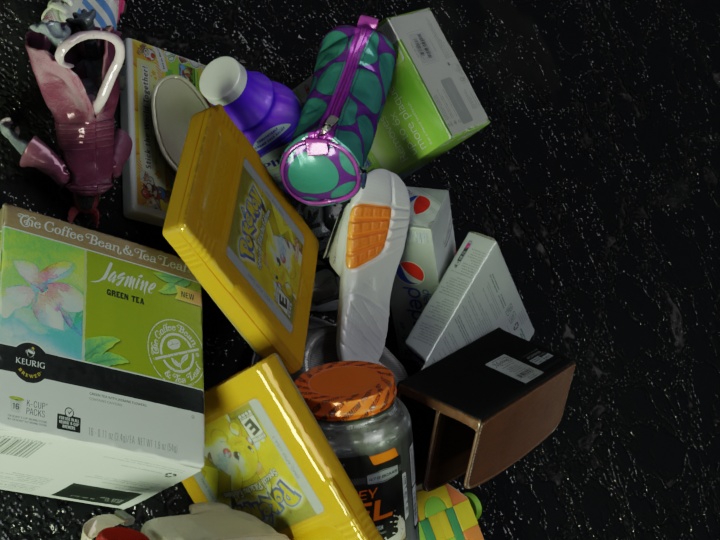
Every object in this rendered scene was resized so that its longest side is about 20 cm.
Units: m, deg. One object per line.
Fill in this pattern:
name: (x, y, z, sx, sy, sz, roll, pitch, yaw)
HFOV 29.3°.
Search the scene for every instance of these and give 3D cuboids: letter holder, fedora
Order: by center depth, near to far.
fedora: (-0.018, 0.118, 1.406, 0.199, 0.090, 0.179, 24, 53, -35)
letter holder: (0.122, 0.166, 1.423, 0.199, 0.100, 0.144, -22, 127, -51)

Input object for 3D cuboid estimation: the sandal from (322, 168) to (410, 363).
sandal: (-0.006, -0.002, 1.380, 0.079, 0.059, 0.209, 19, 77, -41)

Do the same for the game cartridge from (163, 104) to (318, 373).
game cartridge: (-0.104, -0.031, 1.271, 0.201, 0.032, 0.177, 56, 27, -38)

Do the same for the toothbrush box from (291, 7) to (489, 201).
toothbrush box: (0.021, -0.174, 1.523, 0.086, 0.199, 0.147, -25, 87, -48)

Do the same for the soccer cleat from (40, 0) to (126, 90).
soccer cleat: (-0.279, -0.260, 1.370, 0.086, 0.070, 0.202, 14, 59, -40)

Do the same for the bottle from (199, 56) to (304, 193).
bottle: (-0.094, -0.149, 1.405, 0.066, 0.083, 0.200, 61, 10, 32)

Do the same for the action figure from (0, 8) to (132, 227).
action figure: (-0.247, -0.134, 1.273, 0.133, 0.148, 0.202, -15, 112, -35)

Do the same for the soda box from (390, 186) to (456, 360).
soda box: (0.068, 0.007, 1.496, 0.069, 0.063, 0.201, -63, 152, -44)

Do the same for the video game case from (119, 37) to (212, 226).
video game case: (-0.170, -0.129, 1.443, 0.181, 0.023, 0.202, 15, 60, -39)

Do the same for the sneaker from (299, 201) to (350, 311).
sneaker: (-0.051, -0.018, 1.465, 0.199, 0.075, 0.115, -1, 69, -51)

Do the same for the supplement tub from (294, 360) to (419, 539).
supplement tub: (-0.008, 0.195, 1.295, 0.122, 0.122, 0.202, -28, 118, -48)

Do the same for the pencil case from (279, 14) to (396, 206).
pencil case: (-0.019, -0.158, 1.368, 0.084, 0.093, 0.201, 12, 47, 2)

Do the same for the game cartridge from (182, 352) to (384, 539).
game cartridge: (-0.087, 0.193, 1.233, 0.032, 0.176, 0.201, -29, 89, -49)

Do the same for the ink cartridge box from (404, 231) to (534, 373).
ink cartridge box: (0.109, 0.092, 1.494, 0.201, 0.043, 0.197, -57, 147, -19)

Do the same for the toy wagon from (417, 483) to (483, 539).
toy wagon: (0.093, 0.321, 1.444, 0.154, 0.039, 0.202, -12, 77, -47)

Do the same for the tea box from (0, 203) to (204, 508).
tea box: (-0.249, 0.079, 1.167, 0.199, 0.133, 0.199, 17, 56, -38)

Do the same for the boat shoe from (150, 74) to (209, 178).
boat shoe: (-0.158, -0.099, 1.392, 0.066, 0.057, 0.201, -26, 84, -12)

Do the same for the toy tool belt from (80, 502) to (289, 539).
toy tool belt: (-0.152, 0.275, 1.161, 0.199, 0.124, 0.124, 5, 102, -52)
